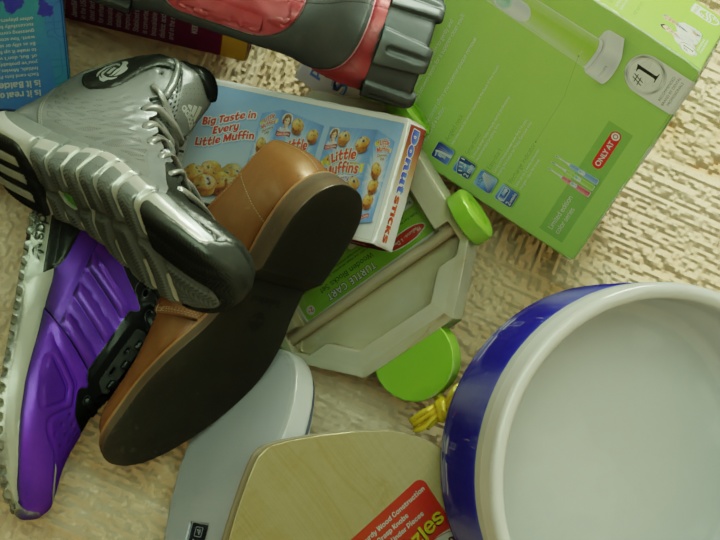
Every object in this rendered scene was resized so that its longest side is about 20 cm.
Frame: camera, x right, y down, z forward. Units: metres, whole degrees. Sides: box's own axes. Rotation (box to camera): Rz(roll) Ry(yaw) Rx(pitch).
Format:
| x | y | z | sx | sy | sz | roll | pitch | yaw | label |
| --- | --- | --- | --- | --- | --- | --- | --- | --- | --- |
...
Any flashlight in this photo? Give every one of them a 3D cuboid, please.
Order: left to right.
| x | y | z | sx | sy | sz | roll | pitch | yaw | label |
| --- | --- | --- | --- | --- | --- | --- | --- | --- | --- |
| -0.057 | -0.148 | 0.959 | 0.199 | 0.068 | 0.068 | 19 | 109 | -6 | flashlight |

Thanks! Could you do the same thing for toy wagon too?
| x | y | z | sx | sy | sz | roll | pitch | yaw | label |
| --- | --- | --- | --- | --- | --- | --- | --- | --- | --- |
| 0.000 | 0.000 | 1.015 | 0.155 | 0.040 | 0.201 | -34 | 79 | 15 | toy wagon |

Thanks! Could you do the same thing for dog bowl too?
| x | y | z | sx | sy | sz | roll | pitch | yaw | label |
| --- | --- | --- | --- | --- | --- | --- | --- | --- | --- |
| 0.146 | 0.107 | 0.964 | 0.199 | 0.079 | 0.202 | 0 | 90 | -19 | dog bowl |

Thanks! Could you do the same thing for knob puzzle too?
| x | y | z | sx | sy | sz | roll | pitch | yaw | label |
| --- | --- | --- | --- | --- | --- | --- | --- | --- | --- |
| -0.002 | 0.173 | 0.964 | 0.218 | 0.030 | 0.221 | -1 | 91 | -26 | knob puzzle |

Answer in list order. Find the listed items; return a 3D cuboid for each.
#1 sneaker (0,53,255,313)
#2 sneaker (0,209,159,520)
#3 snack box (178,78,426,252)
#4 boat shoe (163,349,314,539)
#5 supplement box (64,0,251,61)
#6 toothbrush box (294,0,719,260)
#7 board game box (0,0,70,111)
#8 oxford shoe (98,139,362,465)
| x | y | z | sx | sy | sz | roll | pitch | yaw | label |
| --- | --- | --- | --- | --- | --- | --- | --- | --- | --- |
| -0.102 | -0.062 | 0.938 | 0.199 | 0.075 | 0.115 | 31 | 59 | 33 | sneaker |
| -0.147 | 0.042 | 0.996 | 0.099 | 0.070 | 0.201 | 9 | 77 | -10 | sneaker |
| -0.063 | -0.067 | 1.009 | 0.199 | 0.024 | 0.072 | 14 | 85 | 28 | snack box |
| -0.061 | 0.145 | 0.982 | 0.071 | 0.070 | 0.201 | 1 | 68 | 40 | boat shoe |
| -0.144 | -0.223 | 1.052 | 0.199 | 0.103 | 0.132 | 12 | 62 | -3 | supplement box |
| 0.086 | -0.127 | 1.030 | 0.199 | 0.146 | 0.086 | 32 | 34 | 4 | toothbrush box |
| -0.237 | -0.138 | 0.981 | 0.151 | 0.201 | 0.045 | -5 | 38 | -9 | board game box |
| -0.081 | 0.018 | 0.965 | 0.200 | 0.071 | 0.071 | -52 | 55 | 7 | oxford shoe |
